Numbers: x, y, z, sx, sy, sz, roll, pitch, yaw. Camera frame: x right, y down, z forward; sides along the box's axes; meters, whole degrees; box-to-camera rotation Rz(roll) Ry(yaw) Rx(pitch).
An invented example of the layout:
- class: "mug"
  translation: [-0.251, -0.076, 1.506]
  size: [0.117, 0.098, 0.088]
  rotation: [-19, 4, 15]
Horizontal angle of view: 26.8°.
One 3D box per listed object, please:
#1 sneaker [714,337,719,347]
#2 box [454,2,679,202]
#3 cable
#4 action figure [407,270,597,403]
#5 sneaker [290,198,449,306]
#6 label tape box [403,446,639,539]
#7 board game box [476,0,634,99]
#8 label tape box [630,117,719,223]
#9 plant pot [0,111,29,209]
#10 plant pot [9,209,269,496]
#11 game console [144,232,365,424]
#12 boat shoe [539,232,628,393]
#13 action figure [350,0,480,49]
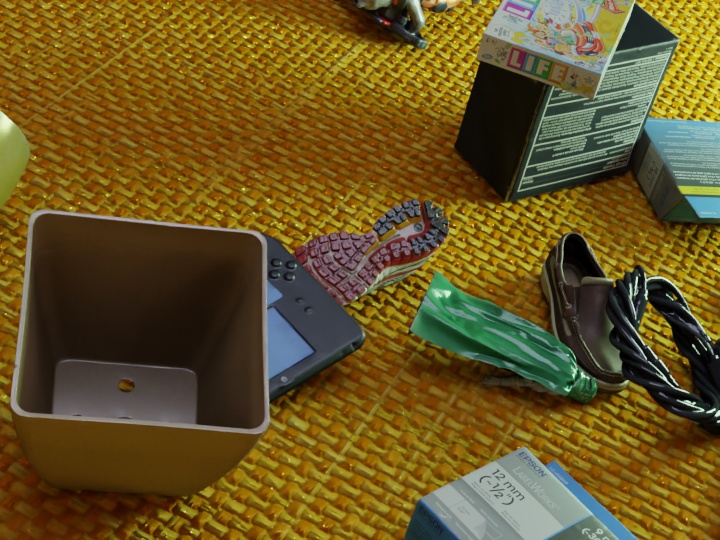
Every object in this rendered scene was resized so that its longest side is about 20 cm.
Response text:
- class: "sneaker"
  translation: [0.483, 0.098, 1.583]
  size: [0.200, 0.070, 0.108]
  rotation: [36, 64, 23]
- class: "box"
  translation: [0.239, -0.208, 1.789]
  size: [0.200, 0.199, 0.123]
  rotation: [-14, 46, -31]
- class: "cable"
  translation: [0.311, 0.079, 1.555]
  size: [0.163, 0.051, 0.200]
  rotation: [10, 47, -38]
- class: "action figure"
  translation: [0.148, 0.081, 1.527]
  size: [0.200, 0.055, 0.118]
  rotation: [26, 38, 2]
- class: "sneaker"
  translation: [0.000, 0.000, 1.567]
  size: [0.200, 0.082, 0.078]
  rotation: [-22, 70, -19]
- class: "label tape box"
  translation: [0.160, 0.232, 1.341]
  size: [0.200, 0.066, 0.143]
  rotation: [-22, 52, -35]
- class: "board game box"
  translation: [0.219, -0.269, 1.671]
  size: [0.134, 0.034, 0.200]
  rotation: [20, 39, 8]
- class: "label tape box"
  translation: [0.423, -0.101, 1.831]
  size: [0.144, 0.063, 0.200]
  rotation: [2, 41, -17]
- class: "plant pot"
  translation: [-0.430, -0.076, 1.435]
  size: [0.200, 0.200, 0.142]
  rotation: [13, 65, -4]
- class: "plant pot"
  translation: [-0.191, 0.090, 1.284]
  size: [0.199, 0.177, 0.200]
  rotation: [5, 52, -12]
- class: "game console"
  translation: [-0.122, 0.056, 1.453]
  size: [0.200, 0.031, 0.177]
  rotation: [-30, 56, -27]
- class: "boat shoe"
  translation: [0.237, 0.038, 1.592]
  size: [0.075, 0.075, 0.203]
  rotation: [0, 41, -18]
- class: "action figure"
  translation: [0.044, -0.387, 2.019]
  size: [0.200, 0.105, 0.193]
  rotation: [35, 33, 20]
